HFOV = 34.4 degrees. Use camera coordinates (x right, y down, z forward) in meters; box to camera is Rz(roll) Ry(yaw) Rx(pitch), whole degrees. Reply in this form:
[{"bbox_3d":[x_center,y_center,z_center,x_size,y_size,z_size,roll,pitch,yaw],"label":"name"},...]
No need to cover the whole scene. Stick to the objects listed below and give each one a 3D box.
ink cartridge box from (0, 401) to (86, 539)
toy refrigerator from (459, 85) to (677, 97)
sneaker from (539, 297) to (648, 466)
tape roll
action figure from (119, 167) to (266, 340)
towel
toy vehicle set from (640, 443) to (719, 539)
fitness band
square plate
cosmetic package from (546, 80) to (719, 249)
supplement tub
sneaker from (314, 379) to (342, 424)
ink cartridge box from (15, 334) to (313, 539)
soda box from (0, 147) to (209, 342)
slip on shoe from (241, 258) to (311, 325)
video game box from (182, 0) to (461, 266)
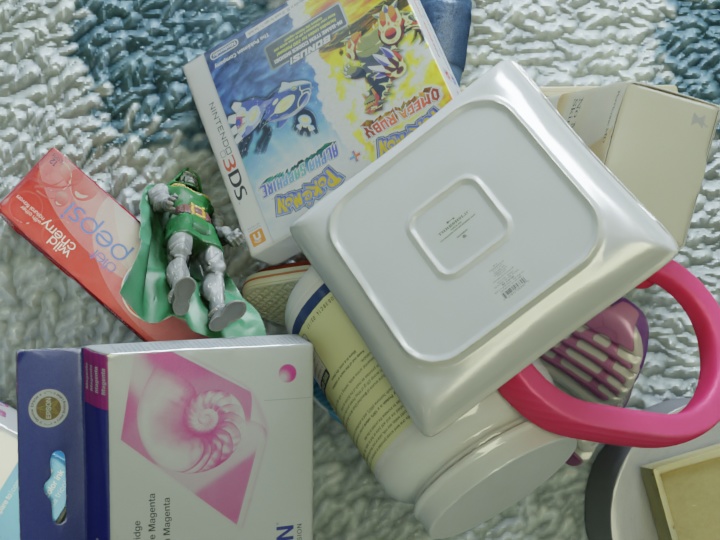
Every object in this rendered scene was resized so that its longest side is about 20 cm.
[{"bbox_3d":[-0.303,0.129,0.858,0.200,0.145,0.085,30,81,-6],"label":"ink cartridge box"},{"bbox_3d":[0.169,-0.115,0.996,0.200,0.070,0.076,-2,85,-9],"label":"toy refrigerator"},{"bbox_3d":[0.191,0.074,0.935,0.080,0.200,0.088,40,61,21],"label":"sneaker"},{"bbox_3d":[0.296,0.208,0.988,0.200,0.066,0.201,1,84,-8],"label":"tape roll"},{"bbox_3d":[-0.129,-0.024,0.890,0.118,0.200,0.055,28,111,-28],"label":"action figure"},{"bbox_3d":[0.043,-0.137,0.956,0.049,0.112,0.200,16,81,-29],"label":"towel"},{"bbox_3d":[0.340,0.195,0.950,0.200,0.027,0.124,-13,87,-10],"label":"toy vehicle set"},{"bbox_3d":[0.172,0.048,0.799,0.200,0.037,0.144,10,62,-22],"label":"fitness band"},{"bbox_3d":[0.070,-0.025,0.768,0.200,0.028,0.198,-37,58,5],"label":"square plate"},{"bbox_3d":[0.181,-0.078,0.864,0.071,0.200,0.105,14,91,-9],"label":"cosmetic package"},{"bbox_3d":[0.050,0.076,0.844,0.145,0.145,0.200,-28,65,-11],"label":"supplement tub"},{"bbox_3d":[0.030,0.118,0.949,0.200,0.081,0.077,32,69,16],"label":"sneaker"},{"bbox_3d":[-0.130,0.147,0.798,0.200,0.043,0.197,-3,97,-21],"label":"ink cartridge box"},{"bbox_3d":[-0.191,-0.004,0.931,0.200,0.063,0.070,41,80,-4],"label":"soda box"},{"bbox_3d":[0.000,0.000,0.966,0.200,0.074,0.061,-13,50,-3],"label":"slip on shoe"},{"bbox_3d":[-0.026,-0.128,0.912,0.200,0.047,0.182,-28,72,17],"label":"video game box"}]
